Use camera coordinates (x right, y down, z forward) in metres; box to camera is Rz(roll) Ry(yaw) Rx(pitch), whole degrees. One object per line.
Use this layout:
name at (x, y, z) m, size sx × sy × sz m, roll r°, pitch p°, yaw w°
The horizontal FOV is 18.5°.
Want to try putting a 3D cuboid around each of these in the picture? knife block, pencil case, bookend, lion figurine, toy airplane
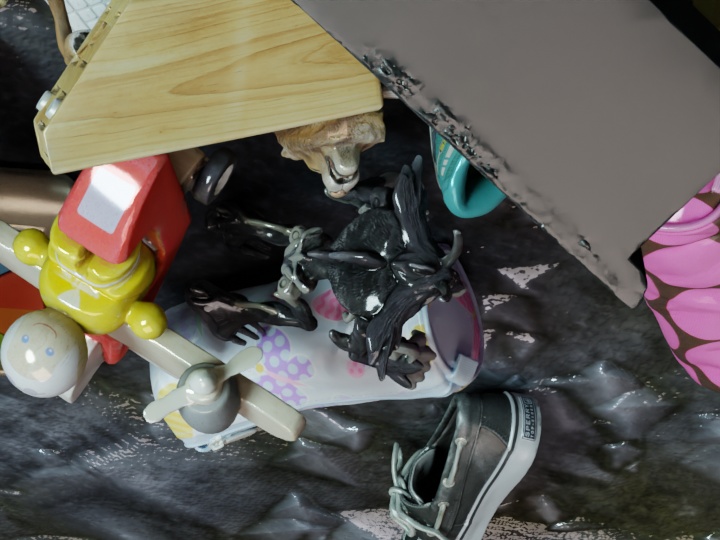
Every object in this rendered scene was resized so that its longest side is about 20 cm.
knife block at (-0.028, -0.092, 1.002) m, size 0.175 × 0.201 × 0.064 m, roll 34°, pitch 180°, yaw -15°
pencil case at (-0.027, 0.046, 1.297) m, size 0.199 × 0.091 × 0.083 m, roll -15°, pitch 143°, yaw 24°
bookend at (0.107, -0.130, 0.891) m, size 0.199 × 0.092 × 0.200 m, roll 40°, pitch 109°, yaw -13°
lion figurine at (-0.074, -0.101, 1.091) m, size 0.199 × 0.073 × 0.122 m, roll 17°, pitch 166°, yaw -13°
pencil case at (0.196, -0.009, 1.197) m, size 0.093 × 0.091 × 0.200 m, roll 30°, pitch 166°, yaw 37°
toy airplane at (-0.143, 0.017, 1.159) m, size 0.199 × 0.141 × 0.200 m, roll -2°, pitch 129°, yaw 39°

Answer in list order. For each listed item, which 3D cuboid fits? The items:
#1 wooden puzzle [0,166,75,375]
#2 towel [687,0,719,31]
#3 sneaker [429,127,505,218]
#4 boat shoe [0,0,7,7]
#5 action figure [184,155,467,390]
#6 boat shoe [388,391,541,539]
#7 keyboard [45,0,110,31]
wooden puzzle at (-0.251, 0.007, 1.306) m, size 0.184 × 0.037 × 0.200 m, roll 4°, pitch 147°, yaw -1°
towel at (0.229, -0.167, 0.936) m, size 0.198 × 0.023 × 0.145 m, roll 1°, pitch 113°, yaw -7°
sneaker at (0.116, -0.085, 1.095) m, size 0.077 × 0.080 × 0.199 m, roll 29°, pitch 138°, yaw -34°
boat shoe at (-0.251, -0.140, 1.015) m, size 0.199 × 0.067 × 0.074 m, roll 19°, pitch 179°, yaw -44°
action figure at (0.000, 0.000, 1.184) m, size 0.102 × 0.120 × 0.199 m, roll 10°, pitch 175°, yaw -44°
boat shoe at (0.053, 0.145, 1.454) m, size 0.068 × 0.074 × 0.200 m, roll 9°, pitch 146°, yaw -16°
keyboard at (-0.062, -0.148, 1.078) m, size 0.199 × 0.011 × 0.056 m, roll -14°, pitch 143°, yaw 24°
